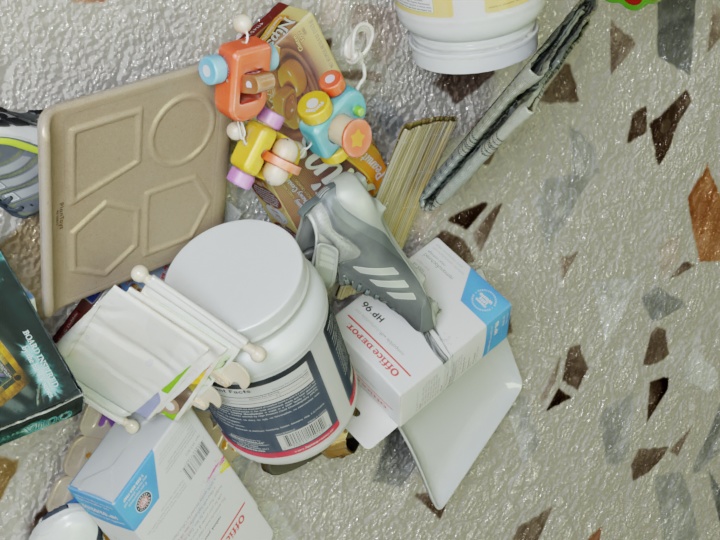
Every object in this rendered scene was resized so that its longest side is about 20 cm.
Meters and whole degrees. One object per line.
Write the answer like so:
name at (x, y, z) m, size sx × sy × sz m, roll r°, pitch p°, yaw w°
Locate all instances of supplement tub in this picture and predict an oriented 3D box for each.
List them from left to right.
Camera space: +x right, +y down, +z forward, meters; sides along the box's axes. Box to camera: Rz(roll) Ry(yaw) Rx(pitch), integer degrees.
supplement tub at (-0.086, 0.067, 1.079) m, size 0.140 × 0.140 × 0.201 m, roll -41°, pitch 142°, yaw -19°
supplement tub at (0.096, -0.297, 1.107) m, size 0.144 × 0.145 × 0.202 m, roll -27°, pitch 125°, yaw -29°

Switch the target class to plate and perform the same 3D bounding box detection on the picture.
plate at (0.101, 0.131, 1.357) m, size 0.200 × 0.032 × 0.201 m, roll -51°, pitch 134°, yaw -30°

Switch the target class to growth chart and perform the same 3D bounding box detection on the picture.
growth chart at (-0.179, 0.074, 0.996) m, size 0.144 × 0.199 × 0.018 m, roll 41°, pitch 41°, yaw -20°

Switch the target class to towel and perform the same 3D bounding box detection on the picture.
towel at (0.149, -0.161, 1.169) m, size 0.200 × 0.034 × 0.193 m, roll -51°, pitch 180°, yaw 44°

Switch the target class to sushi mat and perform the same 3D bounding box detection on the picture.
sushi mat at (0.036, -0.062, 1.197) m, size 0.095 × 0.012 × 0.202 m, roll -18°, pitch 138°, yaw -49°

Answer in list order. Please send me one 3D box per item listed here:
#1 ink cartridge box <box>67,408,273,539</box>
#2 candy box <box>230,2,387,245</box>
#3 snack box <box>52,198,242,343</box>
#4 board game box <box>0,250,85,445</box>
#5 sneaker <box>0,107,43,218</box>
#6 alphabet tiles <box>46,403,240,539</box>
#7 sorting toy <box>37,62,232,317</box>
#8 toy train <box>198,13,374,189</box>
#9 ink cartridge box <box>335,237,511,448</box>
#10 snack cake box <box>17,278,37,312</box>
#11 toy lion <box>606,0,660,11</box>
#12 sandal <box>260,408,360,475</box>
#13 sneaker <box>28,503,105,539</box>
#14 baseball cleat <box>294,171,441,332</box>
ink cartridge box at (-0.170, 0.223, 1.123) m, size 0.116 × 0.067 × 0.201 m, roll -54°, pitch 135°, yaw -31°
candy box at (-0.059, -0.126, 1.111) m, size 0.115 × 0.055 × 0.201 m, roll -43°, pitch 131°, yaw -18°
snack box at (-0.189, 0.007, 1.079) m, size 0.201 × 0.024 × 0.072 m, roll -54°, pitch 134°, yaw -8°
board game box at (-0.306, 0.044, 0.886) m, size 0.134 × 0.201 × 0.028 m, roll -20°, pitch 152°, yaw -32°
sneaker at (-0.277, -0.082, 0.936) m, size 0.198 × 0.074 × 0.082 m, roll 3°, pitch 110°, yaw -39°
alphabet tiles at (-0.199, 0.187, 1.157) m, size 0.194 × 0.015 × 0.202 m, roll 18°, pitch 97°, yaw -43°
sorting toy at (-0.182, -0.074, 0.979) m, size 0.199 × 0.036 × 0.187 m, roll -29°, pitch 141°, yaw -40°
toy train at (-0.047, -0.139, 1.012) m, size 0.199 × 0.055 × 0.152 m, roll -19°, pitch 130°, yaw -44°
ink cartridge box at (0.044, 0.073, 1.237) m, size 0.199 × 0.116 × 0.068 m, roll -37°, pitch 153°, yaw -22°
snack cake box at (-0.350, 0.086, 0.942) m, size 0.198 × 0.067 × 0.116 m, roll -17°, pitch 121°, yaw -31°
toy lion at (0.218, -0.333, 1.133) m, size 0.068 × 0.199 × 0.193 m, roll -38°, pitch 112°, yaw -22°
sandal at (-0.017, 0.168, 1.277) m, size 0.198 × 0.054 × 0.083 m, roll -8°, pitch 115°, yaw -39°
sneaker at (-0.256, 0.320, 1.077) m, size 0.079 × 0.129 × 0.201 m, roll 10°, pitch 107°, yaw -34°
baseball cleat at (0.000, 0.000, 1.146) m, size 0.106 × 0.070 × 0.201 m, roll -36°, pitch 123°, yaw -8°
